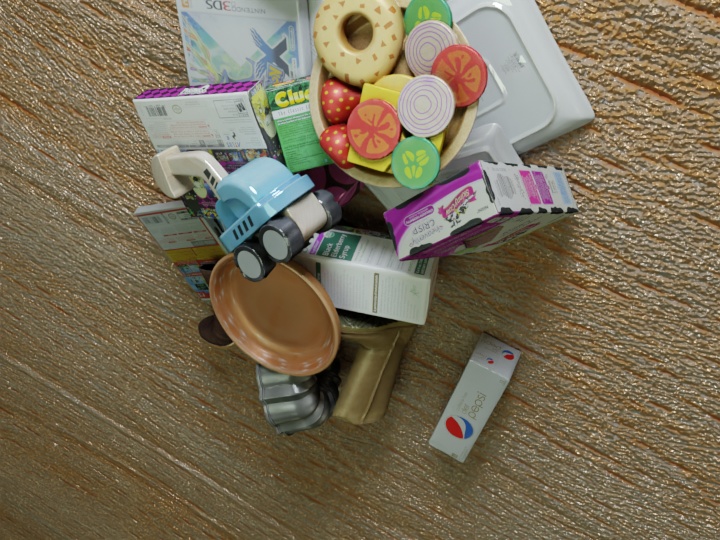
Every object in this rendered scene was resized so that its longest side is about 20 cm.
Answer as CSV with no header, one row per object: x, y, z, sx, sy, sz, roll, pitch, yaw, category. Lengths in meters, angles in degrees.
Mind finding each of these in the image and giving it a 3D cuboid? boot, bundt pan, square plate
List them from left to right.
-0.217,0.050,1.143,0.198,0.073,0.167,0,131,34,boot
-0.084,0.149,1.084,0.075,0.203,0.204,-7,118,17,bundt pan
-0.002,0.141,1.031,0.066,0.173,0.202,52,131,46,boot
0.136,-0.214,0.812,0.197,0.028,0.201,-23,108,39,square plate

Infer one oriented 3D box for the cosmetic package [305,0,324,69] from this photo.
-0.008,-0.311,0.789,0.108,0.085,0.200,46,131,-4,cosmetic package

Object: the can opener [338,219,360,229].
-0.028,-0.054,0.990,0.199,0.063,0.079,38,131,2,can opener

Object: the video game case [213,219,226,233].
-0.175,-0.099,1.019,0.181,0.024,0.201,24,144,32,video game case

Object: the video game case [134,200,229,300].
-0.259,-0.028,1.136,0.142,0.018,0.201,-3,132,35,video game case

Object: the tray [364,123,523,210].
0.097,-0.113,0.867,0.198,0.022,0.107,-13,142,31,tray

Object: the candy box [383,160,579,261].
0.141,-0.065,0.796,0.136,0.199,0.062,-26,79,39,candy box

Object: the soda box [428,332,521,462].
0.166,0.191,1.044,0.063,0.068,0.202,26,130,11,soda box

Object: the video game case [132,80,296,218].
-0.176,-0.145,0.893,0.198,0.036,0.183,5,131,33,video game case

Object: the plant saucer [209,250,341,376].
-0.110,0.052,0.938,0.198,0.038,0.202,16,130,20,plant saucer

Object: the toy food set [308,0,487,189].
0.032,-0.186,0.732,0.196,0.049,0.203,18,106,19,toy food set

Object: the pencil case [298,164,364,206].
-0.082,-0.165,0.931,0.200,0.091,0.094,46,128,-2,pencil case

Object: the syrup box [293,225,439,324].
0.000,0.000,0.934,0.197,0.079,0.082,12,129,11,syrup box

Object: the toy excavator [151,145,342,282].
-0.146,-0.091,0.836,0.194,0.100,0.201,-30,96,47,toy excavator

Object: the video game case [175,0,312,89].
-0.136,-0.233,0.851,0.180,0.022,0.202,15,125,26,video game case

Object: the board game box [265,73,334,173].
-0.001,-0.184,0.813,0.197,0.024,0.106,-13,122,1,board game box
